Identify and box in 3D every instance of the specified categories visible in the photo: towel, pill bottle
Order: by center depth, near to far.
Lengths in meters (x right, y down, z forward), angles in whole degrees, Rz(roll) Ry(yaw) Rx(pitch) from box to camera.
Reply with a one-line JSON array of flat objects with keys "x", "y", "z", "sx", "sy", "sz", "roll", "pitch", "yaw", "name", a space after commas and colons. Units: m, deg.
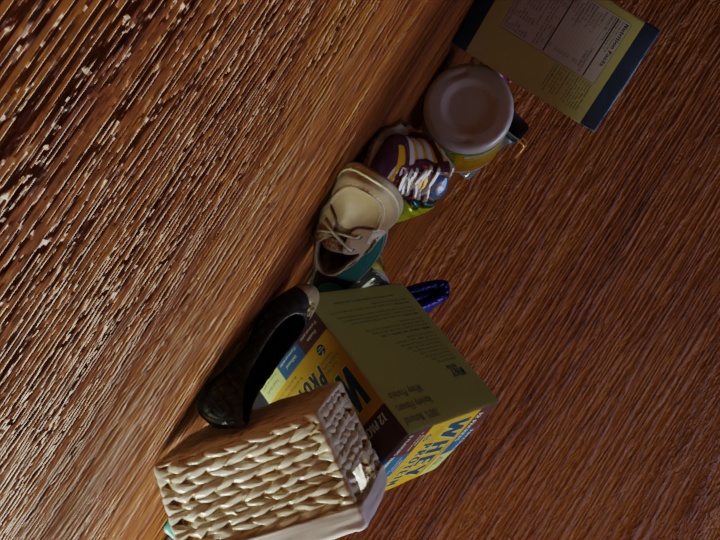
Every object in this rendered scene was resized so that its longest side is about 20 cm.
[{"x": 0.136, "y": -0.190, "z": 1.203, "sx": 0.111, "sy": 0.111, "sz": 0.200, "roll": -57, "pitch": 175, "yaw": -2, "name": "pill bottle"}, {"x": 0.028, "y": 0.070, "z": 1.348, "sx": 0.147, "sy": 0.050, "sz": 0.200, "roll": -21, "pitch": 170, "yaw": -35, "name": "towel"}]

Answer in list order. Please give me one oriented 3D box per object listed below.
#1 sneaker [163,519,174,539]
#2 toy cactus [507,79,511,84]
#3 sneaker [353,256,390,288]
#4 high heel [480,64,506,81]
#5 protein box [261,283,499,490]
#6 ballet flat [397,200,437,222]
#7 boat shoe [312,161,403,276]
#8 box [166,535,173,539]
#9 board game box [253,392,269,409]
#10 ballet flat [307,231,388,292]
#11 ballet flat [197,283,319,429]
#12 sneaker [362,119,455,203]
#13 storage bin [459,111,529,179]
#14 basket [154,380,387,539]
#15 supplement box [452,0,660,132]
[{"x": -0.188, "y": 0.272, "z": 1.142, "sx": 0.091, "sy": 0.077, "sz": 0.201, "roll": -44, "pitch": 165, "yaw": -54, "name": "sneaker"}, {"x": 0.284, "y": -0.403, "z": 1.571, "sx": 0.165, "sy": 0.102, "sz": 0.201, "roll": -103, "pitch": -144, "yaw": -83, "name": "toy cactus"}, {"x": 0.000, "y": 0.000, "z": 1.331, "sx": 0.200, "sy": 0.078, "sz": 0.091, "roll": 83, "pitch": -1, "yaw": -80, "name": "sneaker"}, {"x": 0.171, "y": -0.251, "z": 1.463, "sx": 0.096, "sy": 0.067, "sz": 0.200, "roll": -67, "pitch": -168, "yaw": -20, "name": "high heel"}, {"x": 0.016, "y": 0.138, "z": 1.084, "sx": 0.198, "sy": 0.200, "sz": 0.135, "roll": -6, "pitch": 140, "yaw": -52, "name": "protein box"}, {"x": 0.069, "y": -0.108, "z": 1.434, "sx": 0.067, "sy": 0.067, "sz": 0.200, "roll": -37, "pitch": 179, "yaw": 17, "name": "ballet flat"}, {"x": -0.010, "y": -0.044, "z": 0.918, "sx": 0.065, "sy": 0.072, "sz": 0.200, "roll": -57, "pitch": -179, "yaw": -20, "name": "boat shoe"}, {"x": -0.216, "y": 0.475, "z": 1.406, "sx": 0.199, "sy": 0.199, "sz": 0.172, "roll": -54, "pitch": 176, "yaw": -32, "name": "box"}, {"x": -0.096, "y": 0.136, "z": 1.244, "sx": 0.200, "sy": 0.064, "sz": 0.148, "roll": -50, "pitch": 172, "yaw": -49, "name": "board game box"}, {"x": -0.031, "y": -0.005, "z": 1.113, "sx": 0.200, "sy": 0.067, "sz": 0.063, "roll": -56, "pitch": -156, "yaw": 33, "name": "ballet flat"}, {"x": -0.092, "y": 0.088, "z": 0.939, "sx": 0.200, "sy": 0.056, "sz": 0.067, "roll": -54, "pitch": 148, "yaw": -38, "name": "ballet flat"}, {"x": 0.054, "y": -0.110, "z": 1.009, "sx": 0.075, "sy": 0.090, "sz": 0.200, "roll": -60, "pitch": 175, "yaw": 29, "name": "sneaker"}, {"x": 0.249, "y": -0.263, "z": 1.841, "sx": 0.134, "sy": 0.145, "sz": 0.200, "roll": -48, "pitch": 179, "yaw": 24, "name": "storage bin"}, {"x": -0.090, "y": 0.206, "z": 0.916, "sx": 0.199, "sy": 0.124, "sz": 0.136, "roll": -22, "pitch": -177, "yaw": 12, "name": "basket"}, {"x": 0.243, "y": -0.288, "z": 1.134, "sx": 0.135, "sy": 0.199, "sz": 0.200, "roll": -58, "pitch": 175, "yaw": 19, "name": "supplement box"}]
